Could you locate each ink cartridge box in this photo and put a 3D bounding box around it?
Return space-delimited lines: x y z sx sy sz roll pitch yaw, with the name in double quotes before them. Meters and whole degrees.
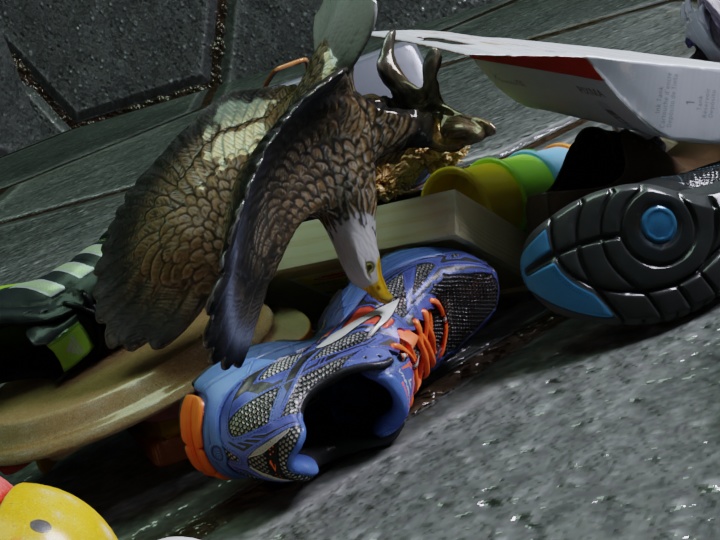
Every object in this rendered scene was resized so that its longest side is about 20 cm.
"ink cartridge box" 0.114 -0.106 0.782 0.199 0.048 0.160 0 13 -22

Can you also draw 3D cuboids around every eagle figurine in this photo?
"eagle figurine" -0.034 -0.042 0.672 0.199 0.152 0.151 -25 58 -26

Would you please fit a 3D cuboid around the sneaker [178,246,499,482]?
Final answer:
"sneaker" 0.006 0.053 0.693 0.200 0.076 0.078 -34 33 -32

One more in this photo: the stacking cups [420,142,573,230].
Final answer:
"stacking cups" 0.129 -0.056 0.921 0.199 0.061 0.060 -16 8 -42

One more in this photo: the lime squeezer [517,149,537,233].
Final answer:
"lime squeezer" 0.135 -0.063 1.042 0.070 0.038 0.200 23 31 21

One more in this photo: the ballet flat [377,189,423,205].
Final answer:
"ballet flat" 0.032 -0.029 1.004 0.063 0.069 0.199 6 -1 -36

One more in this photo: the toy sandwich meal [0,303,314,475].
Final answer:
"toy sandwich meal" -0.121 0.074 0.772 0.204 0.071 0.205 -21 14 5

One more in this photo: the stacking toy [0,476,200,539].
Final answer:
"stacking toy" -0.140 0.123 0.526 0.198 0.147 0.146 -2 14 2

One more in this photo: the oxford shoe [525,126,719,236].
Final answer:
"oxford shoe" 0.172 -0.056 0.835 0.072 0.085 0.200 -8 16 45

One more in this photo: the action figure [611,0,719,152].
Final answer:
"action figure" 0.235 -0.132 0.915 0.130 0.069 0.200 -35 -26 -21

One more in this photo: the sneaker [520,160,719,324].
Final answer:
"sneaker" 0.176 -0.018 0.736 0.199 0.074 0.082 -14 2 -12

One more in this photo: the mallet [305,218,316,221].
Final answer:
"mallet" -0.116 -0.025 0.892 0.199 0.041 0.066 -14 51 18

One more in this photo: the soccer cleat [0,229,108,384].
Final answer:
"soccer cleat" -0.147 0.020 0.760 0.199 0.068 0.081 -24 31 -1

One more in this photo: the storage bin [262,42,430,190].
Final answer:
"storage bin" -0.025 -0.115 1.116 0.199 0.146 0.134 -21 -10 -17

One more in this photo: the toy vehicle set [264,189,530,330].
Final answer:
"toy vehicle set" 0.000 0.000 0.828 0.199 0.027 0.124 -11 -20 30

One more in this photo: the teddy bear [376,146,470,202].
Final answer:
"teddy bear" -0.018 -0.066 0.967 0.199 0.067 0.145 -26 31 -16
